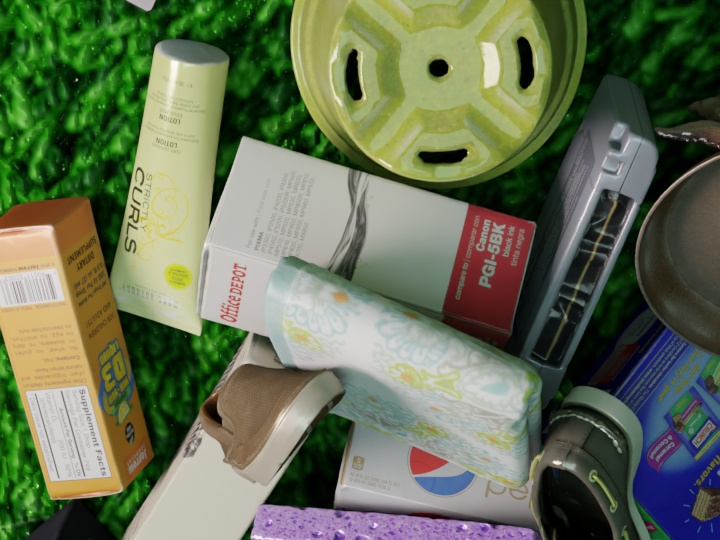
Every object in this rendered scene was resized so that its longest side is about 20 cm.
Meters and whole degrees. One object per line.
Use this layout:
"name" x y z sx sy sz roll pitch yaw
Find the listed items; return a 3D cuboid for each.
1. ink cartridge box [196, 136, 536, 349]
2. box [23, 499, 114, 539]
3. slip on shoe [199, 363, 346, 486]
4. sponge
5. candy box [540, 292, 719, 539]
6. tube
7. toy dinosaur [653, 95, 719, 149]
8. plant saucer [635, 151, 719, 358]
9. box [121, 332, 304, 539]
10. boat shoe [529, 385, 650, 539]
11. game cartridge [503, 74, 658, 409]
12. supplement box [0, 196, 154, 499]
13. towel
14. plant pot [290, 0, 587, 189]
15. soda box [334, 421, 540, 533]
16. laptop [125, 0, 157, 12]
"ink cartridge box" 0.000 0.000 1.190 0.198 0.147 0.084 17 69 -2
"box" -0.196 0.302 1.282 0.117 0.200 0.197 -38 102 14
"slip on shoe" -0.061 0.088 1.131 0.061 0.200 0.076 42 78 -1
"sponge" 0.035 0.198 1.252 0.198 0.112 0.030 3 65 19
"candy box" 0.241 0.123 1.218 0.200 0.077 0.169 47 69 -11
"tube" -0.128 -0.055 1.239 0.052 0.058 0.202 -4 118 -32
"toy dinosaur" 0.276 -0.058 1.157 0.086 0.199 0.137 -29 65 37
"plant saucer" 0.269 -0.015 1.116 0.198 0.032 0.201 6 136 6
"box" -0.098 0.142 1.285 0.068 0.082 0.201 31 107 -7
"boat shoe" 0.141 0.159 1.143 0.072 0.060 0.203 20 142 27
"game cartridge" 0.140 -0.021 1.184 0.040 0.134 0.201 18 114 -9
"supplement box" -0.204 0.055 1.266 0.068 0.067 0.202 -4 109 19
"towel" 0.031 0.066 1.121 0.170 0.200 0.048 21 74 13
"plant pot" 0.049 -0.134 1.117 0.198 0.184 0.202 0 103 1
"soda box" 0.085 0.151 1.266 0.198 0.064 0.069 13 64 0
"laptop" -0.201 -0.237 1.106 0.186 0.116 0.200 28 138 -5
